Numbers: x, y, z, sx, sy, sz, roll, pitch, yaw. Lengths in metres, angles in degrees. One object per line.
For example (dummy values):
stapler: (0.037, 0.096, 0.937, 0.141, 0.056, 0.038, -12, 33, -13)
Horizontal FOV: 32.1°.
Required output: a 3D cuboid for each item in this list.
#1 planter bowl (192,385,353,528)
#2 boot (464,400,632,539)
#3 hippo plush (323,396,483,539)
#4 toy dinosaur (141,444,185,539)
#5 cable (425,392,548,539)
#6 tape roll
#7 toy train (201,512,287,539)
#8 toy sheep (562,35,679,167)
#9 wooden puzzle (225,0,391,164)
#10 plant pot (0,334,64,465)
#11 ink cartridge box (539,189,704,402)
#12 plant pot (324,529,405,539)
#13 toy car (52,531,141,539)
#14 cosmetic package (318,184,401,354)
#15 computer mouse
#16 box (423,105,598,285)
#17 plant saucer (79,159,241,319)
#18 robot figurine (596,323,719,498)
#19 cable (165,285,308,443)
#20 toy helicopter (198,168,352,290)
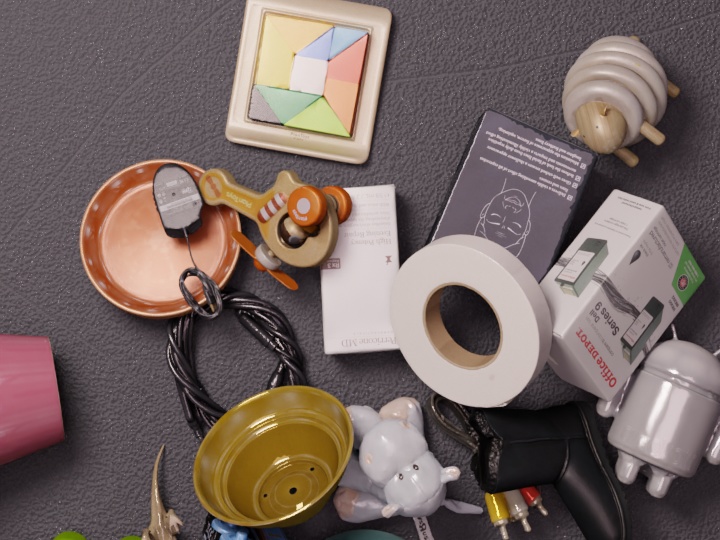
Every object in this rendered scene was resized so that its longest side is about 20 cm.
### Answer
planter bowl: (-0.091, 0.239, 1.480, 0.199, 0.201, 0.084, -23, 130, 0)
boot: (0.218, 0.252, 1.485, 0.167, 0.076, 0.202, -4, 65, -25)
hippo plush: (0.036, 0.253, 1.491, 0.159, 0.161, 0.201, -31, 89, 0)
toy dinosaur: (-0.241, 0.318, 1.525, 0.058, 0.101, 0.202, -14, 86, -9)
cable: (0.162, 0.227, 1.539, 0.097, 0.050, 0.201, -22, 79, -32)
tape roll: (0.125, 0.059, 1.441, 0.201, 0.037, 0.205, 16, 119, 30)
toy train: (-0.130, 0.337, 1.482, 0.113, 0.200, 0.087, 18, 96, -18)
toy sheep: (0.311, -0.214, 1.514, 0.137, 0.138, 0.201, 24, 48, 1)
wooden puzzle: (-0.065, -0.245, 1.563, 0.183, 0.037, 0.202, 10, 89, 1)
plant pot: (-0.452, 0.155, 1.495, 0.177, 0.200, 0.202, -9, 89, -15)
ink cartridge box: (0.297, 0.032, 1.481, 0.200, 0.084, 0.146, -50, 129, -11)
plant pot: (0.002, 0.430, 1.469, 0.199, 0.161, 0.203, 1, 101, 5)
toy car: (-0.328, 0.441, 1.504, 0.156, 0.164, 0.202, 4, 101, 1)
cosmetic package: (0.000, 0.000, 1.541, 0.101, 0.074, 0.202, -4, 88, 1)
computer mouse: (-0.206, -0.035, 1.518, 0.058, 0.034, 0.202, -16, 82, -1)
box: (0.177, -0.074, 1.522, 0.147, 0.107, 0.201, 24, 89, 0)
plant saucer: (-0.245, -0.038, 1.546, 0.198, 0.032, 0.202, 0, 74, -1)
robot figurine: (0.372, 0.171, 1.512, 0.168, 0.113, 0.201, 22, 89, 3)
cable: (-0.154, 0.110, 1.552, 0.162, 0.051, 0.202, -15, 88, 0)
toy helicopter: (-0.115, -0.062, 1.501, 0.199, 0.079, 0.133, 26, 105, 24)
